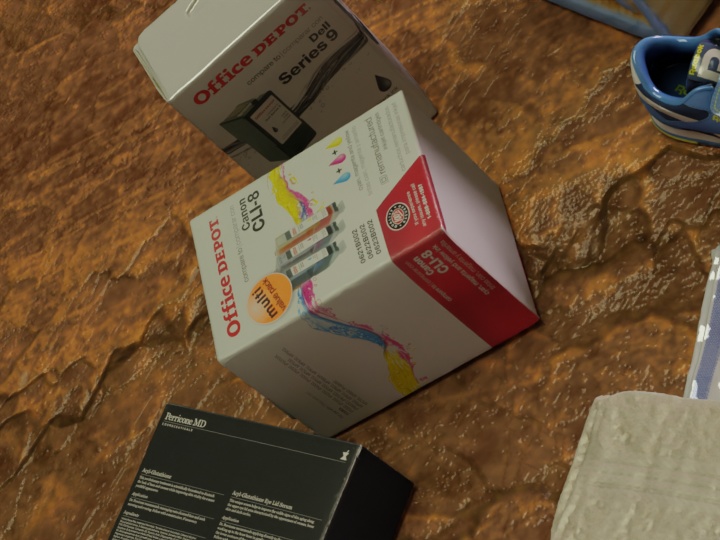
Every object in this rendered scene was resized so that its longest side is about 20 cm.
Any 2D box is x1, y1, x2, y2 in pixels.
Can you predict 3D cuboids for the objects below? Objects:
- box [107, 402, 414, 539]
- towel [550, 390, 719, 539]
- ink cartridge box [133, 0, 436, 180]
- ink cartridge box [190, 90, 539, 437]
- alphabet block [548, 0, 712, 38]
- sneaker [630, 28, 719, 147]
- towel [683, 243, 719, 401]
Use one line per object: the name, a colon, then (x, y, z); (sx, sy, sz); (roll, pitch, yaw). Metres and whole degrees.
box: (-0.079, 0.187, 1.495); (0.200, 0.079, 0.141); (9, 71, 41)
towel: (0.214, 0.145, 1.268); (0.200, 0.034, 0.133); (7, 68, 40)
ink cartridge box: (-0.058, -0.149, 1.612); (0.146, 0.200, 0.084); (-41, 46, 8)
ink cartridge box: (0.000, 0.000, 1.510); (0.200, 0.145, 0.145); (-31, 48, 19)
alphabet block: (0.190, -0.318, 1.537); (0.195, 0.196, 0.200); (30, 82, 43)
sneaker: (0.272, -0.122, 1.425); (0.200, 0.082, 0.074); (11, 68, 39)
towel: (0.307, 0.045, 1.331); (0.200, 0.024, 0.147); (-1, 63, 37)
